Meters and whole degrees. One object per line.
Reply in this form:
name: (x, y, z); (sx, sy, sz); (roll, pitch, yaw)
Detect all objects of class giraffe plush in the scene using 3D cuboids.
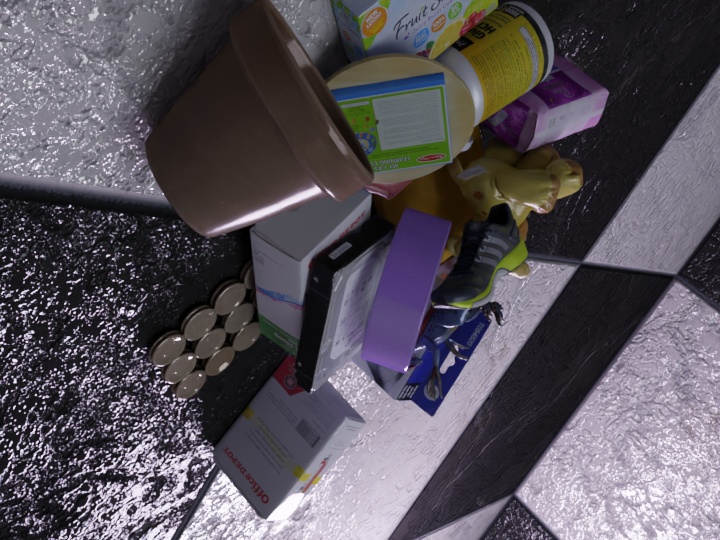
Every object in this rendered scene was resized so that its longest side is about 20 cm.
giraffe plush: (0.203, -0.079, 1.202); (0.196, 0.172, 0.166); (-15, 124, -26)

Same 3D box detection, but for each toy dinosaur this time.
toy dinosaur: (0.114, 0.078, 1.222); (0.178, 0.205, 0.104); (-16, 174, 26)

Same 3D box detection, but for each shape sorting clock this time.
shape sorting clock: (0.035, -0.172, 0.978); (0.195, 0.040, 0.202); (-2, 141, -2)

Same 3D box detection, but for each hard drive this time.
hard drive: (-0.021, 0.044, 1.069); (0.139, 0.037, 0.203); (-38, 150, -46)

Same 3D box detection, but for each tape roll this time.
tape roll: (0.060, 0.026, 1.091); (0.200, 0.064, 0.205); (19, 89, -85)

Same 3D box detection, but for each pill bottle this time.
pill bottle: (0.142, -0.248, 1.065); (0.198, 0.112, 0.114); (-35, 150, -25)

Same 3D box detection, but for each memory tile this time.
memory tile: (-0.181, 0.075, 1.106); (0.199, 0.017, 0.154); (-41, 152, -16)

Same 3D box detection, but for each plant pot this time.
plant pot: (-0.107, -0.127, 0.810); (0.172, 0.203, 0.200); (-31, 154, 9)

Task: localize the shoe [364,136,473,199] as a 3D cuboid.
shoe: (0.063, -0.152, 1.124); (0.197, 0.072, 0.092); (-8, 134, -44)

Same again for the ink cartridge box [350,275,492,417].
ink cartridge box: (0.075, 0.096, 1.304); (0.040, 0.199, 0.202); (-16, 139, -58)

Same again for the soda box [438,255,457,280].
soda box: (0.136, 0.022, 1.359); (0.068, 0.064, 0.200); (-33, 178, -25)

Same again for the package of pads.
package of pads: (0.263, -0.247, 1.235); (0.198, 0.120, 0.077); (-24, 145, -39)

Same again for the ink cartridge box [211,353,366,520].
ink cartridge box: (-0.111, 0.257, 1.297); (0.201, 0.145, 0.083); (-50, 154, 4)

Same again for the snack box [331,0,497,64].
snack box: (0.067, -0.303, 0.950); (0.199, 0.053, 0.143); (-41, 151, -11)

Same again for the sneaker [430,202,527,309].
sneaker: (0.145, -0.017, 1.077); (0.200, 0.073, 0.083); (-42, 122, -45)

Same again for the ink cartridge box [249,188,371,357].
ink cartridge box: (-0.061, -0.008, 1.079); (0.145, 0.083, 0.202); (-45, 154, -32)

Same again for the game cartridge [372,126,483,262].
game cartridge: (0.109, -0.098, 1.231); (0.198, 0.032, 0.179); (-33, 125, -25)
